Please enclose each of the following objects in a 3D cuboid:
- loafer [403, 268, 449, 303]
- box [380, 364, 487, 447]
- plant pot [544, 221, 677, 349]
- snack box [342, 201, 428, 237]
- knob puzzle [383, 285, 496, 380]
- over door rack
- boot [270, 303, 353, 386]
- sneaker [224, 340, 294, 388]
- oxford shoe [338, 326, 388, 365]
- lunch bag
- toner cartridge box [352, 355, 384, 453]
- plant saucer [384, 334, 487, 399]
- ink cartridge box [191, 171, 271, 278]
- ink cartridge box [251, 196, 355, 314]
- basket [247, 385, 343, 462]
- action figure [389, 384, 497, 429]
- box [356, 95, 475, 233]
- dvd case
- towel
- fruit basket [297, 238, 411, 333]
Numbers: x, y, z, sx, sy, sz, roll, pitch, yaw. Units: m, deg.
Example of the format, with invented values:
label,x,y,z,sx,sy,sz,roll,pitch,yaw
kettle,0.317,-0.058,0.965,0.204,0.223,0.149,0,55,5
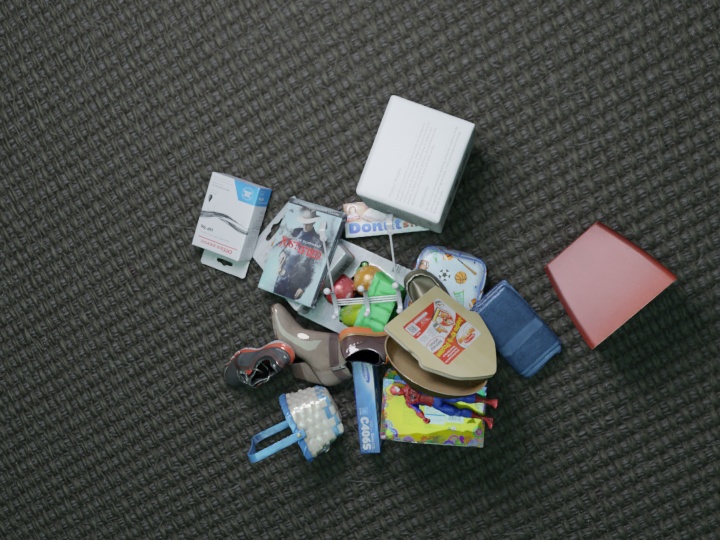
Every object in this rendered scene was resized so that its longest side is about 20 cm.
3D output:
label,x,y,z,sx,sy,sz,roll,pitch,yaw
loafer,0.157,0.083,1.666,0.075,0.070,0.200,-36,92,5
box,0.149,0.260,1.696,0.199,0.193,0.123,3,97,7
plant pot,0.467,0.018,1.638,0.200,0.200,0.177,-41,78,10
snack box,0.066,-0.112,1.757,0.199,0.024,0.072,-5,93,8
knob puzzle,0.165,0.135,1.570,0.219,0.220,0.031,29,132,4
over door rack,0.000,0.000,1.647,0.147,0.067,0.201,-5,110,8
boot,-0.092,0.150,1.767,0.145,0.070,0.201,-9,114,25
sneaker,-0.226,0.208,1.767,0.200,0.082,0.077,-30,108,38
oxford shoe,0.057,0.161,1.690,0.199,0.073,0.071,1,134,-7
lunch bag,0.174,0.057,1.735,0.159,0.076,0.201,16,96,4
toner cartridge box,0.017,0.269,1.765,0.043,0.095,0.201,-5,95,7
plant saucer,0.134,0.175,1.555,0.199,0.200,0.036,22,119,5
ink cartridge box,-0.275,-0.093,1.778,0.115,0.068,0.201,19,98,15
ink cartridge box,-0.126,-0.032,1.769,0.162,0.050,0.200,-48,56,10
basket,-0.137,0.328,1.751,0.199,0.176,0.140,-22,96,-2
action figure,0.147,0.247,1.550,0.199,0.099,0.066,13,102,9
box,0.110,-0.198,1.641,0.170,0.200,0.200,20,88,7
dvd case,-0.119,-0.038,1.725,0.145,0.022,0.201,19,86,32
towel,0.310,0.120,1.707,0.112,0.049,0.200,-42,111,7
fruit basket,-0.011,0.046,1.764,0.199,0.094,0.186,24,98,21
